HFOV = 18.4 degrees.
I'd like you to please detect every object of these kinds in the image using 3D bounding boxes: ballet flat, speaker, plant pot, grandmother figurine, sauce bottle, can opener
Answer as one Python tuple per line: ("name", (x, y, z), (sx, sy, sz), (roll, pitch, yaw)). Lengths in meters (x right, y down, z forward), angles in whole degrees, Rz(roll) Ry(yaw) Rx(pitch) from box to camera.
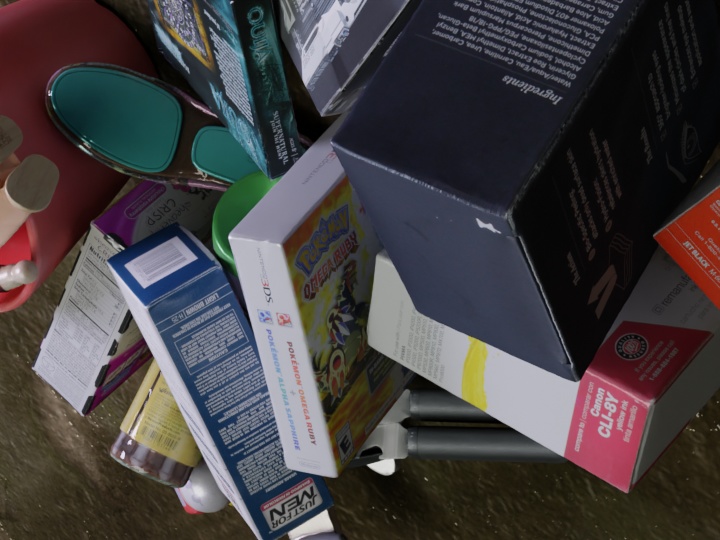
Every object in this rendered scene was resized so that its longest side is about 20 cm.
("ballet flat", (-0.119, -0.091, 1.523), (0.199, 0.071, 0.070), (16, 94, -3))
("speaker", (-0.042, 0.010, 1.514), (0.088, 0.089, 0.200), (27, 162, 23))
("plant pot", (-0.248, -0.099, 1.589), (0.200, 0.177, 0.201), (24, 137, 25))
("grandmother figurine", (-0.271, -0.028, 1.484), (0.121, 0.060, 0.200), (52, 140, 8))
("sauce bottle", (-0.109, 0.057, 1.594), (0.064, 0.201, 0.065), (28, 180, 0))
("can opener", (0.051, 0.108, 1.541), (0.199, 0.053, 0.066), (-1, 163, 15))

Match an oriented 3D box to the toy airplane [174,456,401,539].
("toy airplane", (-0.070, 0.140, 1.656), (0.200, 0.141, 0.200), (32, 128, 32))

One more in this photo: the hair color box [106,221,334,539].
("hair color box", (-0.094, 0.076, 1.496), (0.100, 0.060, 0.201), (42, 158, 61))

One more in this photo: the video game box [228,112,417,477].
("video game box", (0.000, 0.000, 1.425), (0.047, 0.200, 0.183), (7, 128, 31))

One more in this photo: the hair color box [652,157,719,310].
("hair color box", (0.257, -0.068, 1.195), (0.064, 0.111, 0.200), (46, 143, 0))

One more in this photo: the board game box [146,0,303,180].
("board game box", (-0.098, -0.163, 1.439), (0.200, 0.028, 0.136), (50, 157, 48))

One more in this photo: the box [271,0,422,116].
("box", (-0.016, -0.218, 1.315), (0.201, 0.050, 0.158), (64, 145, 16))

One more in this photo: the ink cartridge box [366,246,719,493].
("ink cartridge box", (0.123, 0.024, 1.372), (0.199, 0.145, 0.084), (28, 138, 22))

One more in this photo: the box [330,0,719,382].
("box", (0.102, -0.080, 1.209), (0.117, 0.201, 0.197), (23, 161, 26))

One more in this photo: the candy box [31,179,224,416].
("candy box", (-0.158, 0.003, 1.626), (0.061, 0.136, 0.200), (41, 141, 7))
